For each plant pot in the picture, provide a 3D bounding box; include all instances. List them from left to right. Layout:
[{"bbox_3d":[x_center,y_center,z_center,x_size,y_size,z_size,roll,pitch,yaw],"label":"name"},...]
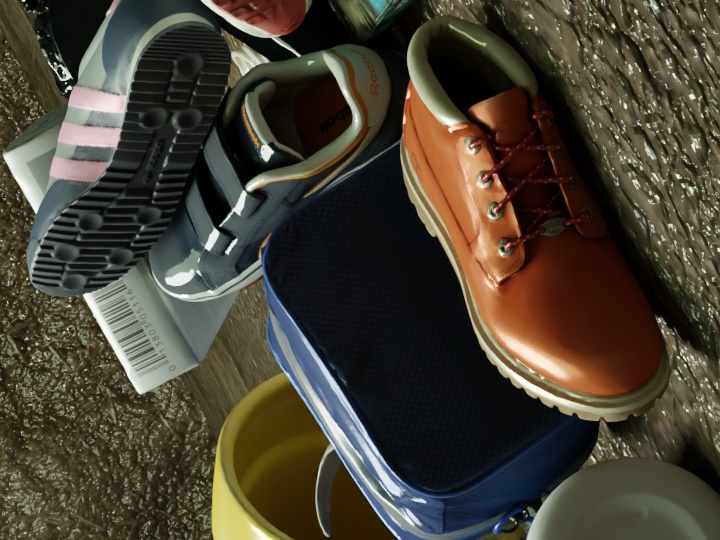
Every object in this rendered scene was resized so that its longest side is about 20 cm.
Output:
[{"bbox_3d":[-0.002,0.191,1.352,0.201,0.199,0.190,51,143,43],"label":"plant pot"}]

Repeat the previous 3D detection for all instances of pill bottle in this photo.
[{"bbox_3d":[0.132,0.175,1.067,0.111,0.110,0.200,57,169,20],"label":"pill bottle"}]

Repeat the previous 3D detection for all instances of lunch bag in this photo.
[{"bbox_3d":[0.043,0.049,1.100,0.201,0.135,0.133,57,169,17],"label":"lunch bag"}]

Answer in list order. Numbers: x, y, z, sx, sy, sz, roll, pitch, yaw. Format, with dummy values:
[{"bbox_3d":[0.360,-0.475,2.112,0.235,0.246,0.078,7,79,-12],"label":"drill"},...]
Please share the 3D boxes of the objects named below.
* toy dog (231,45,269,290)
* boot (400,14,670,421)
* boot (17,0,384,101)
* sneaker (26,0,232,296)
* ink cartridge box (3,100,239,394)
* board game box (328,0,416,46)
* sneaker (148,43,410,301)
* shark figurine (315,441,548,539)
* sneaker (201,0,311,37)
[{"bbox_3d":[-0.062,-0.045,1.444,0.132,0.096,0.201,40,158,45],"label":"toy dog"},{"bbox_3d":[0.074,-0.025,0.947,0.201,0.075,0.108,56,163,31],"label":"boot"},{"bbox_3d":[-0.093,-0.135,1.183,0.201,0.167,0.077,57,170,21],"label":"boot"},{"bbox_3d":[-0.129,-0.075,1.119,0.201,0.070,0.082,-56,42,33],"label":"sneaker"},{"bbox_3d":[-0.134,-0.035,1.262,0.161,0.047,0.200,61,-167,-13],"label":"ink cartridge box"},{"bbox_3d":[-0.029,-0.216,1.051,0.201,0.028,0.135,62,169,2],"label":"board game box"},{"bbox_3d":[-0.056,-0.056,1.116,0.079,0.200,0.079,9,-132,-55],"label":"sneaker"},{"bbox_3d":[0.066,0.101,1.225,0.090,0.213,0.129,-47,32,40],"label":"shark figurine"},{"bbox_3d":[-0.067,-0.183,1.076,0.082,0.077,0.201,57,-176,-47],"label":"sneaker"}]
